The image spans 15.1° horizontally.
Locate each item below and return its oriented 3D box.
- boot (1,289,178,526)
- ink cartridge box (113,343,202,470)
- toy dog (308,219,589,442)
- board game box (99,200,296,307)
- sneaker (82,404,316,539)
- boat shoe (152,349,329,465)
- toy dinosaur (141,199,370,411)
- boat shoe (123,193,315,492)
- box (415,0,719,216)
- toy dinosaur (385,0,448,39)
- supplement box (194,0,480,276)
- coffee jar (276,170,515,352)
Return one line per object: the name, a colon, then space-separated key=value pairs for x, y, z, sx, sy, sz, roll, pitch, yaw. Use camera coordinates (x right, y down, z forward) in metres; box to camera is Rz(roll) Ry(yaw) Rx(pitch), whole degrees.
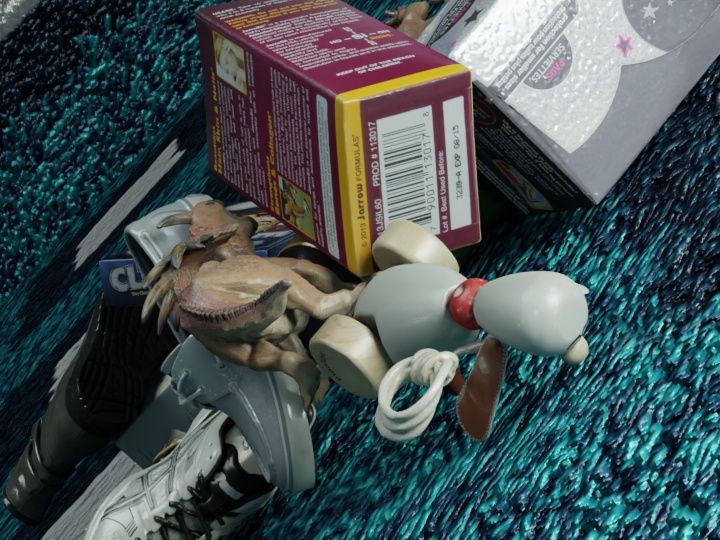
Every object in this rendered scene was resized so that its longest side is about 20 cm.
boot: x=-0.197 y=0.086 z=1.945 sx=0.131 sy=0.068 sz=0.200 roll=-48 pitch=10 yaw=33
ink cartridge box: x=-0.091 y=0.060 z=1.957 sx=0.200 sy=0.068 sz=0.115 roll=-48 pitch=12 yaw=1
toy dog: x=0.059 y=0.041 z=1.455 sx=0.132 sy=0.096 sz=0.200 roll=-45 pitch=26 yaw=-1
board game box: x=-0.075 y=-0.017 z=1.920 sx=0.135 sy=0.035 sz=0.200 roll=-4 pitch=11 yaw=27
sneaker: x=-0.104 y=0.141 z=1.707 sx=0.200 sy=0.076 sz=0.088 roll=-53 pitch=12 yaw=-20
boat shoe: x=-0.101 y=0.122 z=1.799 sx=0.201 sy=0.061 sz=0.072 roll=-52 pitch=10 yaw=-20
toy dinosaur: x=-0.072 y=0.017 z=1.564 sx=0.200 sy=0.135 sz=0.086 roll=-27 pitch=-38 yaw=-85
boat shoe: x=-0.090 y=0.051 z=1.665 sx=0.071 sy=0.201 sz=0.070 roll=-19 pitch=-18 yaw=-16
box: x=0.137 y=-0.151 z=1.631 sx=0.200 sy=0.132 sz=0.115 roll=-50 pitch=13 yaw=-15
toy dinosaur: x=0.076 y=-0.171 z=2.064 sx=0.200 sy=0.086 sz=0.136 roll=-37 pitch=16 yaw=-7
supplement box: x=-0.016 y=-0.087 z=1.607 sx=0.085 sy=0.111 sz=0.200 roll=-16 pitch=27 yaw=-24
coffee jar: x=0.025 y=-0.025 z=1.711 sx=0.200 sy=0.104 sz=0.085 roll=-54 pitch=9 yaw=-24
